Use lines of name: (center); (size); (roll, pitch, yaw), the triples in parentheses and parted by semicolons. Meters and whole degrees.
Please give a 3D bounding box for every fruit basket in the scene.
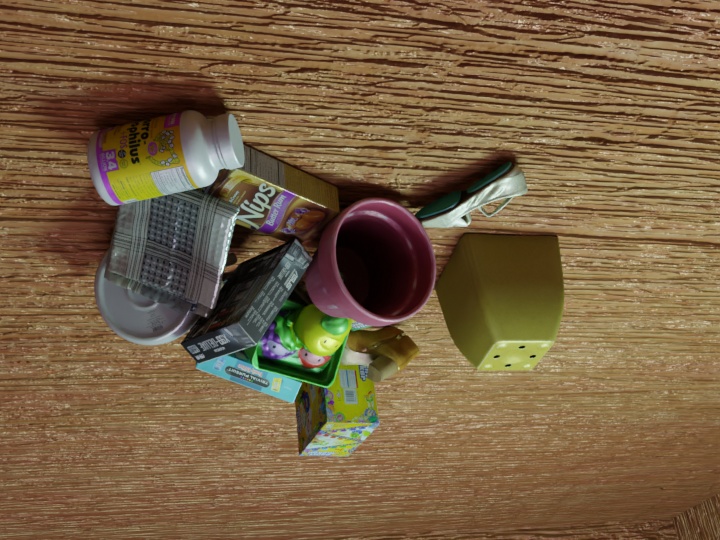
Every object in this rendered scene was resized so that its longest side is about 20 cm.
fruit basket: (-0.098, 0.128, 1.514); (0.212, 0.158, 0.216); (18, 176, 1)

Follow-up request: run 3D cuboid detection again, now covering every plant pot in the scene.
plant pot: (0.000, 0.000, 1.356); (0.197, 0.204, 0.178); (10, 163, -26)
plant pot: (0.268, 0.072, 1.506); (0.191, 0.203, 0.195); (0, 148, -14)

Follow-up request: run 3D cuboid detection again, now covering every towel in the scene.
towel: (-0.291, -0.036, 1.229); (0.189, 0.035, 0.203); (20, 115, 3)

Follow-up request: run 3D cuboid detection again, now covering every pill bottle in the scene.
pill bottle: (-0.264, -0.159, 1.116); (0.196, 0.106, 0.105); (-11, 148, 5)

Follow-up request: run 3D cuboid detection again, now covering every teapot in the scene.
teapot: (-0.333, 0.023, 1.356); (0.197, 0.200, 0.146); (26, -173, 3)

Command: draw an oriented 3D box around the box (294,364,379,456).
box: (-0.059, 0.270, 1.751); (0.120, 0.203, 0.193); (6, 147, -22)

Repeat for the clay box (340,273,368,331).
clay box: (0.010, 0.056, 1.571); (0.113, 0.048, 0.201); (-15, 147, 14)

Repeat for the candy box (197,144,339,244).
candy box: (-0.143, -0.113, 1.262); (0.198, 0.057, 0.116); (21, 139, -36)

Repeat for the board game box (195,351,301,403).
board game box: (-0.219, 0.178, 1.580); (0.197, 0.151, 0.048); (23, 99, -14)

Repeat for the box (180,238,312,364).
box: (-0.181, 0.048, 1.304); (0.156, 0.201, 0.050); (-21, 118, 41)

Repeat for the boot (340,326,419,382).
boot: (0.013, 0.145, 1.679); (0.143, 0.200, 0.072); (-30, 146, -47)

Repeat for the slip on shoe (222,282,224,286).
slip on shoe: (-0.328, 0.042, 1.472); (0.197, 0.062, 0.076); (-8, -174, 33)

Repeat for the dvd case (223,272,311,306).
dvd case: (-0.192, 0.054, 1.555); (0.146, 0.016, 0.200); (-18, 147, 15)

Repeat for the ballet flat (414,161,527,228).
ballet flat: (0.179, -0.105, 1.321); (0.198, 0.068, 0.063); (-27, 108, 27)
